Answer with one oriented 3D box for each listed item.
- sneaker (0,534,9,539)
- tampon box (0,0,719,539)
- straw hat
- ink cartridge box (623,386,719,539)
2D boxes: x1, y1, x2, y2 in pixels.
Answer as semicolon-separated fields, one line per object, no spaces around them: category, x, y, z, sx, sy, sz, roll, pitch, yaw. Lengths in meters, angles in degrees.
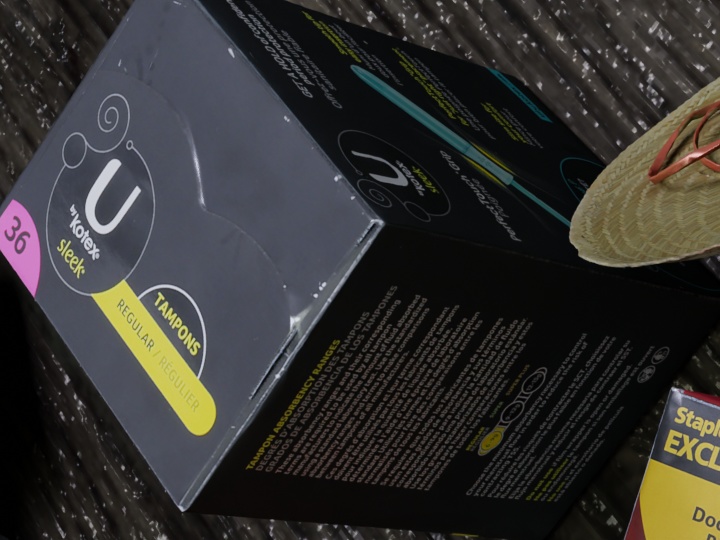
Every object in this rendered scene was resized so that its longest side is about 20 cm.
sneaker;-0.162;0.214;1.121;0.080;0.070;0.201;-46;48;32
tampon box;0.000;0.000;0.920;0.126;0.200;0.150;-55;52;20
straw hat;0.171;-0.022;0.843;0.201;0.201;0.085;-22;106;37
ink cartridge box;0.184;0.109;0.815;0.200;0.084;0.176;19;94;42
